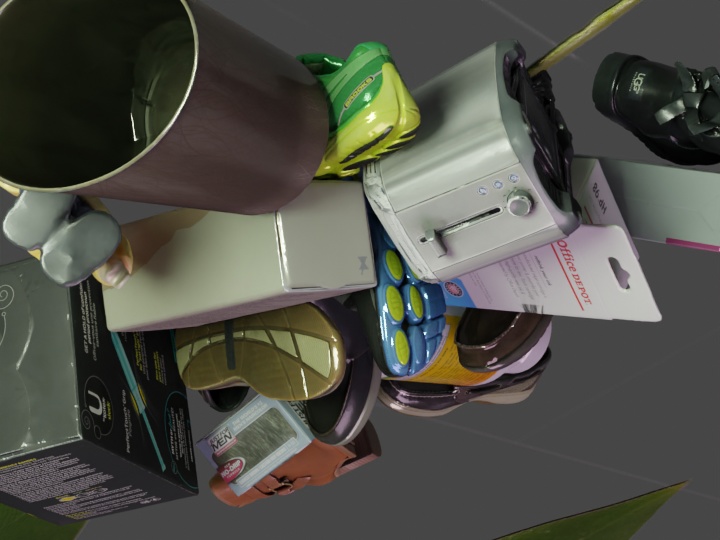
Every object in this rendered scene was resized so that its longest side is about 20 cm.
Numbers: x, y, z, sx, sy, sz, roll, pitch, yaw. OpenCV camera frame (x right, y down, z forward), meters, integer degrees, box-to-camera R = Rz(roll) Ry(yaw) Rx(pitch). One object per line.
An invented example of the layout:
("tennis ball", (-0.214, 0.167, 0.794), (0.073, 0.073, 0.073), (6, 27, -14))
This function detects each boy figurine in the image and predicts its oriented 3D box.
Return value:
("boy figurine", (-0.206, -0.035, 1.428), (0.064, 0.124, 0.200), (-47, -171, -5))

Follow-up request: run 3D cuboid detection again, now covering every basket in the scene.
("basket", (-0.120, -0.103, 1.327), (0.180, 0.136, 0.200), (-13, 166, 28))

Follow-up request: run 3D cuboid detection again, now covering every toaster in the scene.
("toaster", (0.078, -0.080, 1.509), (0.129, 0.200, 0.114), (-24, 119, 16))

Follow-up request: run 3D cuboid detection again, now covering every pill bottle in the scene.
("pill bottle", (0.072, 0.042, 1.807), (0.111, 0.111, 0.200), (-38, 151, 32))

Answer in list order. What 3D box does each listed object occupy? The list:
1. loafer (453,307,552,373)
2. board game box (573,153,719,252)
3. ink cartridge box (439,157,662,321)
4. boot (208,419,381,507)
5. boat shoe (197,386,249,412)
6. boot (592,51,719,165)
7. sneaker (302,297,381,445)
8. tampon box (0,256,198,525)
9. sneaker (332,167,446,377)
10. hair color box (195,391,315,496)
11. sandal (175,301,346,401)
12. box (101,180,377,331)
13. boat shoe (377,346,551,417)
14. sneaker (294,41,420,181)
("loafer", (0.127, -0.008, 1.725), (0.073, 0.200, 0.071), (6, 149, 47))
("board game box", (0.267, -0.052, 1.699), (0.148, 0.064, 0.200), (11, -174, 30))
("ink cartridge box", (0.135, -0.026, 1.607), (0.200, 0.067, 0.116), (5, 142, 32))
("boot", (-0.077, 0.175, 2.016), (0.155, 0.074, 0.200), (-22, 154, 11))
("boat shoe", (-0.103, 0.042, 1.697), (0.069, 0.057, 0.200), (-18, 149, -21))
("boot", (0.287, -0.110, 1.608), (0.198, 0.162, 0.073), (18, 92, -50))
("sneaker", (-0.041, 0.042, 1.657), (0.106, 0.200, 0.075), (-3, -167, -43))
("tampon box", (-0.227, 0.094, 1.600), (0.126, 0.150, 0.200), (-15, 158, 16))
("sneaker", (0.000, 0.000, 1.545), (0.071, 0.200, 0.083), (13, 132, -46))
("hair color box", (-0.045, 0.107, 1.804), (0.099, 0.061, 0.200), (-39, 179, 34))
("sandal", (-0.070, 0.059, 1.602), (0.054, 0.080, 0.200), (0, 177, -38))
("box", (-0.091, -0.008, 1.517), (0.200, 0.078, 0.095), (-13, 172, 43))
("boat shoe", (0.097, 0.090, 1.992), (0.201, 0.072, 0.066), (-1, 140, -40))
("sneaker", (-0.030, -0.106, 1.464), (0.074, 0.084, 0.200), (-4, 169, -40))
